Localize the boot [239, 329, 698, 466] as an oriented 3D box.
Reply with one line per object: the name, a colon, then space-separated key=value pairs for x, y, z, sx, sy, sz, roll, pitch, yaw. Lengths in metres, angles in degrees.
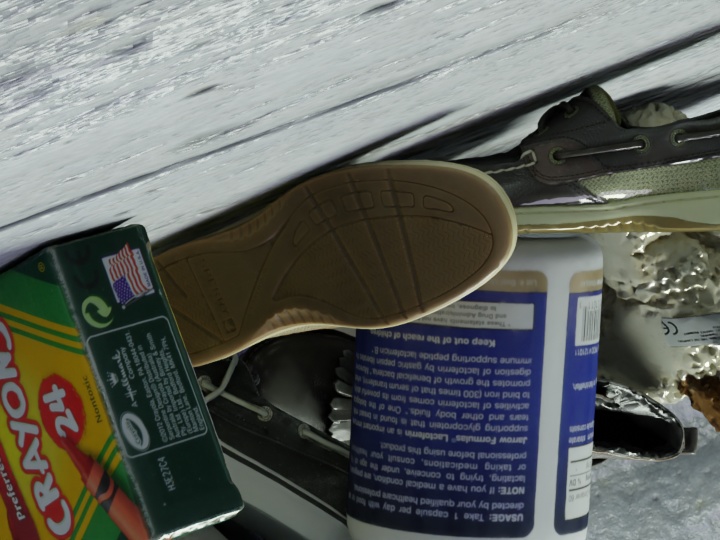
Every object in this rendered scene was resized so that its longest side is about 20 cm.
boot: x=0.052 y=0.067 z=1.466 sx=0.200 sy=0.069 sz=0.174 roll=11 pitch=172 yaw=-36

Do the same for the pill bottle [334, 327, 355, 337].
pill bottle: x=0.064 y=0.018 z=1.633 sx=0.200 sy=0.111 sz=0.111 roll=-18 pitch=175 yaw=-31

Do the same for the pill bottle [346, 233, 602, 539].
pill bottle: x=0.052 y=0.080 z=1.348 sx=0.115 sy=0.200 sz=0.116 roll=3 pitch=-176 yaw=0

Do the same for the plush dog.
plush dog: x=0.184 y=-0.010 z=1.515 sx=0.172 sy=0.160 sz=0.200 roll=-45 pitch=171 yaw=-37

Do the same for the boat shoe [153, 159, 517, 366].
boat shoe: x=-0.012 y=-0.009 z=1.265 sx=0.200 sy=0.071 sz=0.064 roll=-14 pitch=-173 yaw=33

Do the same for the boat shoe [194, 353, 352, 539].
boat shoe: x=-0.074 y=0.068 z=1.391 sx=0.068 sy=0.199 sz=0.074 roll=-59 pitch=-179 yaw=-17

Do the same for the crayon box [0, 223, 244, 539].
crayon box: x=-0.141 y=0.071 z=1.212 sx=0.051 sy=0.127 sz=0.200 roll=-17 pitch=174 yaw=-39

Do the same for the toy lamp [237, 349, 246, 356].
toy lamp: x=0.000 y=0.000 z=1.487 sx=0.200 sy=0.058 sz=0.058 roll=-16 pitch=174 yaw=-41

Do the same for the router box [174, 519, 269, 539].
router box: x=-0.051 y=0.163 z=1.406 sx=0.200 sy=0.179 sz=0.049 roll=9 pitch=116 yaw=-58

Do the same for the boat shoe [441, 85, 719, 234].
boat shoe: x=0.108 y=-0.051 z=1.291 sx=0.200 sy=0.066 sz=0.072 roll=-1 pitch=-175 yaw=9
